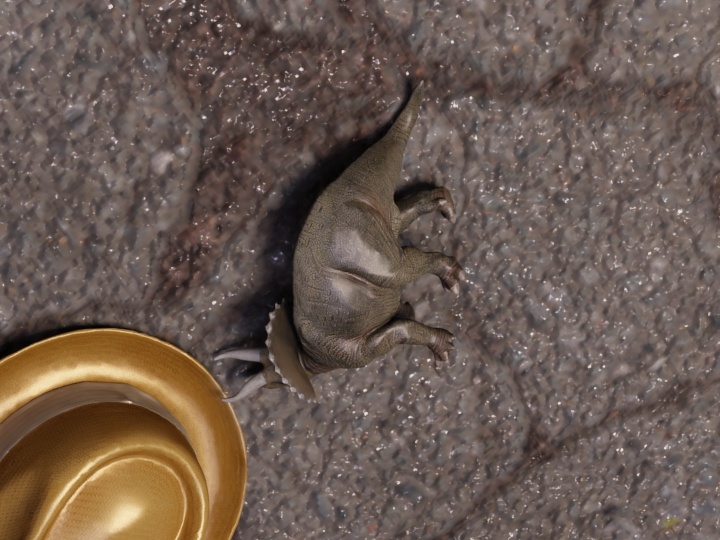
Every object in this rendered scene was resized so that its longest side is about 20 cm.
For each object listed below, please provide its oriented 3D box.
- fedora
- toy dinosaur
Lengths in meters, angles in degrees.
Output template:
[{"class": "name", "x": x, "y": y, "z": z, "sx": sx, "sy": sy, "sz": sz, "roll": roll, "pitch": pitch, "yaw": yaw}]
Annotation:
[{"class": "fedora", "x": -0.144, "y": 0.133, "z": 0.838, "sx": 0.198, "sy": 0.082, "sz": 0.204, "roll": -5, "pitch": 102, "yaw": -23}, {"class": "toy dinosaur", "x": 0.000, "y": 0.000, "z": 0.836, "sx": 0.101, "sy": 0.077, "sz": 0.202, "roll": 3, "pitch": 120, "yaw": -28}]
